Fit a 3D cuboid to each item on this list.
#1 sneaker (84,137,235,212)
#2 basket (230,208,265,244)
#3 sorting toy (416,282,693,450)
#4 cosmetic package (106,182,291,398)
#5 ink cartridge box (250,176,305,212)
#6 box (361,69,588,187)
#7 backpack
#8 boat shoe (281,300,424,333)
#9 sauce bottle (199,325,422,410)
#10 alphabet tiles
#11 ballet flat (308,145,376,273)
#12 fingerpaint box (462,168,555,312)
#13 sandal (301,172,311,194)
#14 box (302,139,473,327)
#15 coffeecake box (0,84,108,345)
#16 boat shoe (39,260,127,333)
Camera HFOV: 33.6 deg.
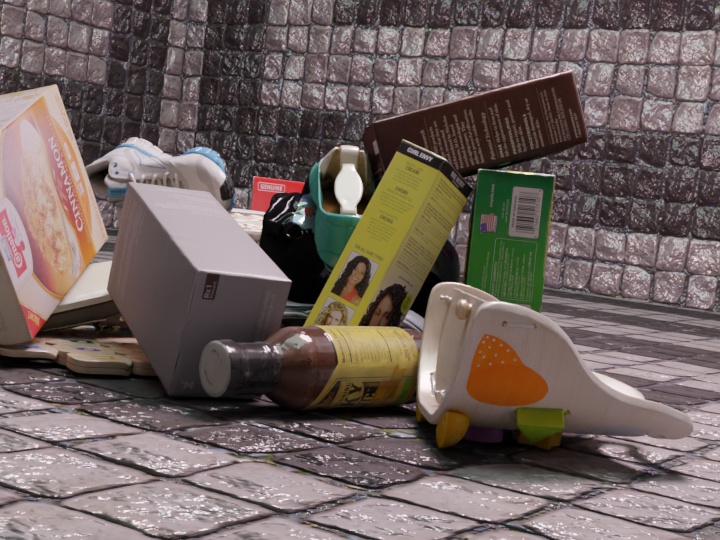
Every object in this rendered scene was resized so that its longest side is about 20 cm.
[{"bbox_3d":[-0.211,-0.085,1.219,0.198,0.076,0.086,11,26,41],"label":"sneaker"},{"bbox_3d":[-0.157,0.005,1.293,0.197,0.138,0.123,5,7,-16],"label":"basket"},{"bbox_3d":[0.140,0.084,0.862,0.177,0.108,0.200,14,2,-5],"label":"sorting toy"},{"bbox_3d":[-0.137,0.012,0.969,0.089,0.108,0.200,5,23,-32],"label":"cosmetic package"},{"bbox_3d":[-0.056,-0.020,1.519,0.198,0.179,0.044,3,4,-40],"label":"ink cartridge box"},{"bbox_3d":[0.107,-0.128,1.141,0.197,0.076,0.100,-13,1,-5],"label":"box"},{"bbox_3d":[0.000,0.000,1.183,0.197,0.168,0.128,10,46,2],"label":"backpack"},{"bbox_3d":[-0.033,0.068,1.101,0.197,0.073,0.071,4,22,5],"label":"boat shoe"},{"bbox_3d":[-0.031,0.074,0.906,0.198,0.066,0.064,3,5,-41],"label":"sauce bottle"},{"bbox_3d":[-0.230,0.069,1.039,0.193,0.015,0.199,4,4,-31],"label":"alphabet tiles"},{"bbox_3d":[-0.010,-0.073,1.099,0.066,0.071,0.201,8,31,-9],"label":"ballet flat"},{"bbox_3d":[0.130,0.012,1.099,0.072,0.203,0.167,6,4,6],"label":"fingerpaint box"},{"bbox_3d":[-0.006,-0.031,1.268,0.074,0.202,0.048,-16,31,17],"label":"sandal"},{"bbox_3d":[0.020,-0.002,1.008,0.050,0.202,0.075,26,-3,29],"label":"box"},{"bbox_3d":[-0.297,-0.050,1.008,0.072,0.155,0.201,-9,24,11],"label":"coffeecake box"},{"bbox_3d":[-0.222,0.024,1.100,0.200,0.061,0.072,-20,34,-38],"label":"boat shoe"}]
